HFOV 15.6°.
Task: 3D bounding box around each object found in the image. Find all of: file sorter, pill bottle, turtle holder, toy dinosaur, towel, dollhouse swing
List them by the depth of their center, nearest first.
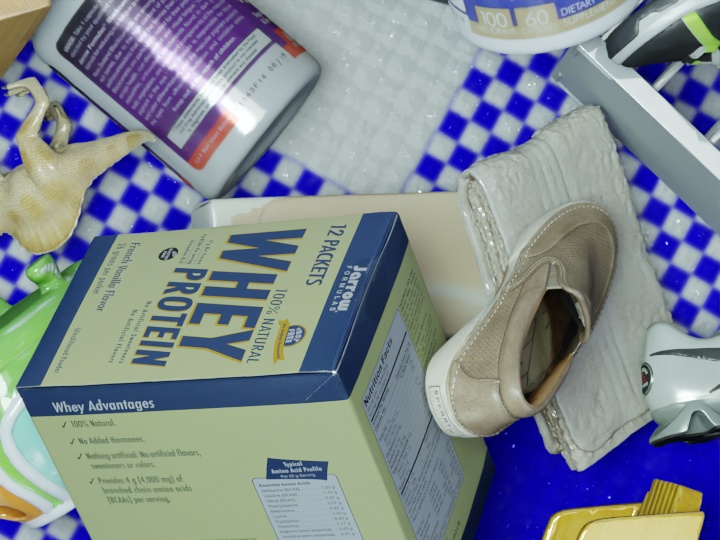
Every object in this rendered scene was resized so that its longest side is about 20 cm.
[{"bbox_3d":[0.088,-0.236,1.487,0.119,0.120,0.201,-19,124,-1],"label":"pill bottle"},{"bbox_3d":[0.086,0.189,1.563,0.175,0.200,0.183,18,87,1],"label":"dollhouse swing"},{"bbox_3d":[0.132,0.010,1.601,0.132,0.034,0.201,-30,106,-44],"label":"towel"},{"bbox_3d":[-0.197,0.072,1.604,0.141,0.186,0.132,-31,98,31],"label":"turtle holder"},{"bbox_3d":[0.235,-0.104,1.610,0.200,0.139,0.125,43,85,2],"label":"file sorter"},{"bbox_3d":[-0.132,-0.147,1.622,0.200,0.111,0.112,40,88,1],"label":"pill bottle"},{"bbox_3d":[-0.193,-0.063,1.626,0.199,0.058,0.102,-30,65,28],"label":"toy dinosaur"}]

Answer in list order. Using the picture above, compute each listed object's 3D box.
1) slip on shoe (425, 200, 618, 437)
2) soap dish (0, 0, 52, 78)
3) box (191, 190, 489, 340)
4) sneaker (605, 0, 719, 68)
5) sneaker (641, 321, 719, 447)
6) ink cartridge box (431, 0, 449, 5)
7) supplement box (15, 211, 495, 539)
[{"bbox_3d":[0.109,0.025,1.503,0.060,0.200,0.076,-10,112,40],"label":"slip on shoe"},{"bbox_3d":[-0.267,-0.181,1.580,0.081,0.200,0.158,-32,88,-28],"label":"soap dish"},{"bbox_3d":[0.000,0.000,1.613,0.199,0.078,0.096,-4,88,-13],"label":"box"},{"bbox_3d":[0.243,-0.135,1.511,0.199,0.072,0.083,-15,86,-6],"label":"sneaker"},{"bbox_3d":[0.267,0.054,1.622,0.199,0.074,0.089,-3,75,-20],"label":"sneaker"},{"bbox_3d":[0.005,-0.273,1.663,0.199,0.044,0.175,15,89,0],"label":"ink cartridge box"},{"bbox_3d":[-0.054,0.091,1.492,0.199,0.135,0.200,-4,128,23],"label":"supplement box"}]
